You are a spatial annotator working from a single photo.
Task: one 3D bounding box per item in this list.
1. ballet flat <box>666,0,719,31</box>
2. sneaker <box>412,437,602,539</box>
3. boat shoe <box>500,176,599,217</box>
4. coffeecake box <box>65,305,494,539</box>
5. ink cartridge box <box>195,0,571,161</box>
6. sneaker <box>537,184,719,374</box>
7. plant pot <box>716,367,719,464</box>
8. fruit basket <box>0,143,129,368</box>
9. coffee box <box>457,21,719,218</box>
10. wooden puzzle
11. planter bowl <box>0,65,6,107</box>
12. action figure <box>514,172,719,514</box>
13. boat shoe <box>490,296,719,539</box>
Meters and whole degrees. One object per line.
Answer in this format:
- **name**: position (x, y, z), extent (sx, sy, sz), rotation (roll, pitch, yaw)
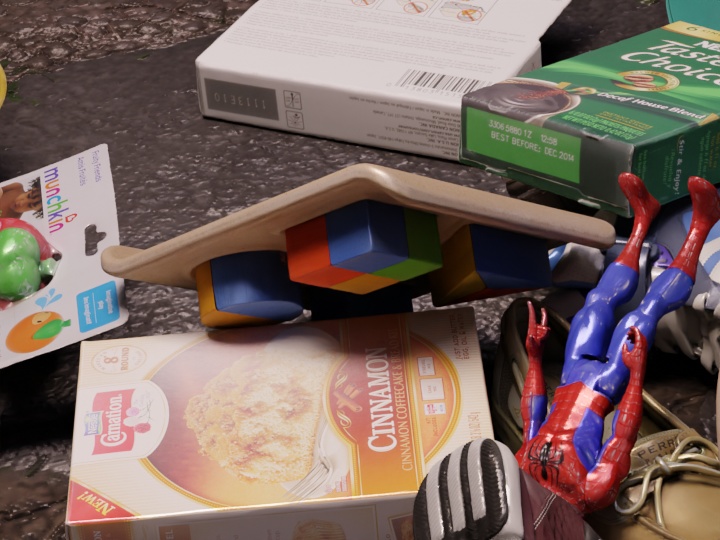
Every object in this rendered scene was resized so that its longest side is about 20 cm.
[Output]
- **ballet flat**: position (0.246, -0.124, 1.566), extent (0.064, 0.076, 0.200), rotation (15, 28, -28)
- **sneaker**: position (0.086, 0.175, 1.108), extent (0.075, 0.115, 0.201), rotation (-27, 51, 37)
- **boat shoe**: position (0.145, -0.079, 1.517), extent (0.067, 0.057, 0.200), rotation (-26, 10, 41)
- **coffeecake box**: position (-0.036, 0.094, 1.241), extent (0.199, 0.073, 0.154), rotation (-6, 32, 0)
- **ink cartridge box**: position (0.022, -0.140, 1.627), extent (0.199, 0.044, 0.174), rotation (11, 35, 24)
- **sneaker**: position (0.167, 0.030, 1.318), extent (0.146, 0.081, 0.200), rotation (-15, 35, -6)
- **plant pot**: position (0.259, 0.074, 1.156), extent (0.173, 0.201, 0.200), rotation (-10, 28, 26)
- **fruit basket**: position (-0.223, 0.005, 1.364), extent (0.199, 0.094, 0.186), rotation (-24, 32, 7)
- **coffee box**: position (0.160, -0.086, 1.405), extent (0.123, 0.044, 0.199), rotation (21, 29, 40)
- **wooden puzzle**: position (0.000, 0.000, 1.291), extent (0.199, 0.047, 0.185), rotation (-15, -16, 39)
- **planter bowl**: position (-0.300, -0.061, 1.510), extent (0.199, 0.084, 0.201), rotation (-3, 32, 2)
- **action figure**: position (0.111, 0.044, 1.220), extent (0.065, 0.052, 0.201), rotation (7, 64, 34)
- **boat shoe**: position (0.124, 0.084, 1.246), extent (0.073, 0.063, 0.201), rotation (-17, 34, -18)
